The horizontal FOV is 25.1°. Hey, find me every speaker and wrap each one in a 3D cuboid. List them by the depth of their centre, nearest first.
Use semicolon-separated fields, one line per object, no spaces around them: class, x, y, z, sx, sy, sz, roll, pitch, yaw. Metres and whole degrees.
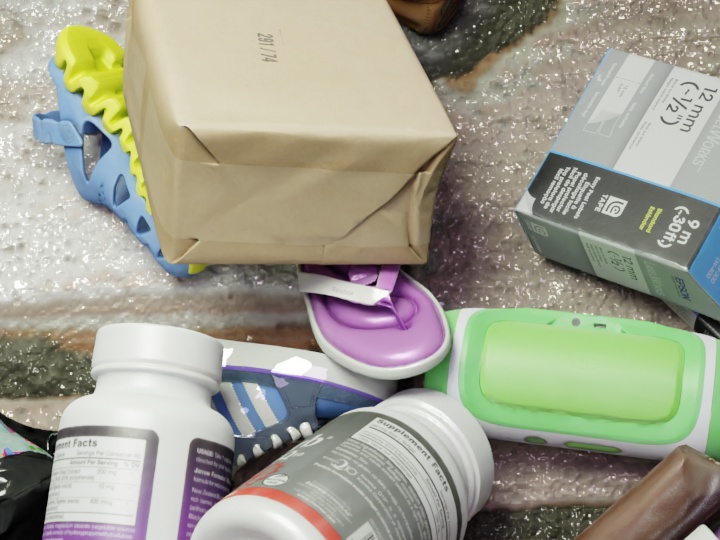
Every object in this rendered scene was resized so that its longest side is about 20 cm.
speaker;0.144;0.075;1.062;0.198;0.089;0.089;6;72;10

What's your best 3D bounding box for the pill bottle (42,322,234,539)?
pill bottle;-0.136;0.140;0.991;0.110;0.112;0.202;4;74;9

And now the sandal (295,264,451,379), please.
sandal;-0.007;0.003;1.079;0.082;0.050;0.203;-26;38;-9

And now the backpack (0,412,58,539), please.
backpack;-0.300;0.135;1.079;0.199;0.127;0.167;37;88;24

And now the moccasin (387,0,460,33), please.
moccasin;-0.016;-0.247;1.197;0.201;0.078;0.074;39;80;18

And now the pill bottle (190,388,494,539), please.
pill bottle;-0.005;0.153;0.979;0.115;0.200;0.117;12;114;29

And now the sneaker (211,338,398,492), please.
sneaker;-0.081;0.124;1.088;0.198;0.081;0.148;8;83;4

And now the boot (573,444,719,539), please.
boot;0.136;0.166;0.963;0.200;0.186;0.064;-40;64;9

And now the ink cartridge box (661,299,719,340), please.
ink cartridge box;0.295;-0.031;1.104;0.200;0.037;0.095;-42;70;-9

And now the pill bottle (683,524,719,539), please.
pill bottle;0.157;0.249;0.929;0.200;0.114;0.114;-44;71;4

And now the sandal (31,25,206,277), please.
sandal;-0.173;-0.076;1.173;0.087;0.079;0.201;-41;74;30

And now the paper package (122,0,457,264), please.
paper package;-0.052;-0.102;1.073;0.188;0.104;0.201;0;36;-16

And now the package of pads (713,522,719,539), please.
package of pads;0.299;0.159;1.016;0.120;0.076;0.201;32;78;18

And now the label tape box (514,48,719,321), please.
label tape box;0.223;-0.054;1.071;0.199;0.066;0.144;21;69;34
